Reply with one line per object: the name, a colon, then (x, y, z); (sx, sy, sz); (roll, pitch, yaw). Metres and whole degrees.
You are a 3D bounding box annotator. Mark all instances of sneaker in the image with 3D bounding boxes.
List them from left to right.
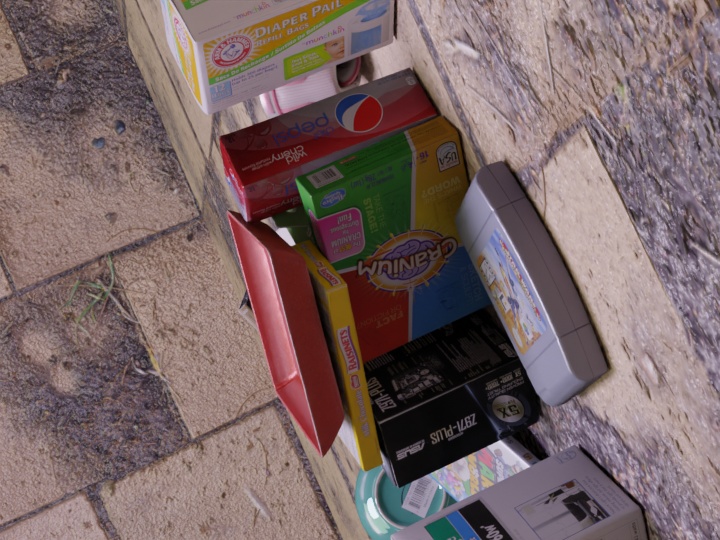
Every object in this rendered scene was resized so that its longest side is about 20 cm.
sneaker: (-0.041, -0.230, 1.473); (0.201, 0.104, 0.076); (-74, -32, -58)

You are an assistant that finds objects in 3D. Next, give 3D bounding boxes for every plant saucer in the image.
plant saucer: (-0.068, 0.050, 1.275); (0.200, 0.036, 0.202); (-141, 36, -69)

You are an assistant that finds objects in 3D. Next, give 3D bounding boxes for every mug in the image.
mug: (0.063, 0.257, 1.640); (0.114, 0.151, 0.186); (46, -160, -73)

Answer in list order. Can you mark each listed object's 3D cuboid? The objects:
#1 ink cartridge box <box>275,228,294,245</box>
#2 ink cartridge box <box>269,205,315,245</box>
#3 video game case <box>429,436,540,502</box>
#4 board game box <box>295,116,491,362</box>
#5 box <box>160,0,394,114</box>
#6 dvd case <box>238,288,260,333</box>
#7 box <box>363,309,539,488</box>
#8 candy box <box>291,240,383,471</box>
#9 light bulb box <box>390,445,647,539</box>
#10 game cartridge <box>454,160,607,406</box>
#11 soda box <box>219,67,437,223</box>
ink cartridge box: (-0.018, 0.036, 1.610); (0.200, 0.084, 0.145); (37, -164, -51)
ink cartridge box: (-0.023, -0.057, 1.363); (0.104, 0.199, 0.060); (58, 138, 37)
video game case: (0.139, 0.220, 1.438); (0.200, 0.018, 0.144); (40, 142, 39)
board game box: (0.036, -0.026, 1.277); (0.040, 0.152, 0.201); (50, 161, 52)
box: (-0.077, -0.245, 1.249); (0.102, 0.199, 0.113); (61, 167, 26)
dvd case: (-0.060, 0.096, 1.543); (0.200, 0.016, 0.149); (46, -172, -8)
box: (0.062, 0.104, 1.375); (0.200, 0.163, 0.087); (48, 158, 56)
candy box: (-0.022, 0.081, 1.268); (0.102, 0.026, 0.201); (-128, 24, -58)
light bulb box: (0.158, 0.303, 1.228); (0.125, 0.199, 0.200); (-136, 25, -61)
game cartridge: (0.142, 0.013, 1.160); (0.133, 0.041, 0.201); (95, 150, -75)
soda box: (-0.029, -0.117, 1.272); (0.070, 0.199, 0.064); (89, 156, -60)
